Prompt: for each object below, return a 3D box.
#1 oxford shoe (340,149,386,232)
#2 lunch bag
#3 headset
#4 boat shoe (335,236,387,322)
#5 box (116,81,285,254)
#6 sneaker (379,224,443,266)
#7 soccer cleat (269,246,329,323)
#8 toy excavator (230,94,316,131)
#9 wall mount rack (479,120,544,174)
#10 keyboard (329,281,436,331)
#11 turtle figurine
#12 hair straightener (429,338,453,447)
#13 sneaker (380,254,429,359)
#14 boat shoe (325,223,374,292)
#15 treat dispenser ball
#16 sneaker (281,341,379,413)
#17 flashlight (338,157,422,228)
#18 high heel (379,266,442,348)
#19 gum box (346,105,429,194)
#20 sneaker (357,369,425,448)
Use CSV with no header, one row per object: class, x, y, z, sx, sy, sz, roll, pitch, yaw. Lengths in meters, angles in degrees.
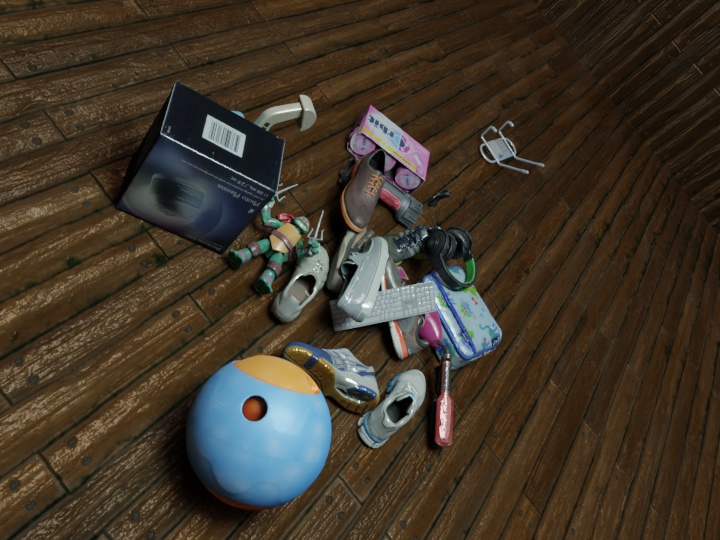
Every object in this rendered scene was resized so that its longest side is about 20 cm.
oxford shoe,0.010,-0.164,1.344,0.070,0.072,0.203,28,49,-23
lunch bag,0.195,0.097,1.411,0.159,0.082,0.203,-12,69,-43
headset,0.190,-0.062,1.401,0.122,0.093,0.203,-11,75,-49
boat shoe,-0.001,0.001,1.216,0.071,0.070,0.203,28,43,-13
box,-0.256,-0.154,1.089,0.198,0.198,0.125,25,49,-26
sneaker,0.104,-0.063,1.441,0.198,0.081,0.075,-17,72,-47
soccer cleat,-0.094,0.016,1.206,0.069,0.077,0.201,41,41,-10
toy excavator,-0.198,-0.242,1.204,0.192,0.200,0.102,1,60,-41
wall mount rack,0.435,-0.342,1.951,0.199,0.074,0.175,-25,80,-48
keyboard,0.043,0.066,1.246,0.196,0.011,0.058,-11,93,-7
turtle figurine,-0.137,-0.055,1.201,0.148,0.101,0.201,32,56,13
hair straightener,0.146,0.232,1.277,0.040,0.077,0.204,4,70,-11
sneaker,0.084,0.062,1.291,0.077,0.080,0.204,-88,165,-85
boat shoe,-0.012,-0.031,1.310,0.072,0.075,0.202,26,46,-8
treat dispenser ball,-0.137,0.219,0.923,0.198,0.200,0.204,23,47,-28
sneaker,-0.053,0.167,1.150,0.199,0.075,0.089,35,31,-27
flashlight,0.045,-0.165,1.481,0.199,0.067,0.069,36,38,-24
high heel,0.088,0.068,1.335,0.095,0.067,0.203,3,55,-50
gum box,0.064,-0.282,1.574,0.198,0.066,0.115,34,42,-18
sneaker,0.078,0.234,1.198,0.075,0.087,0.200,48,39,0
